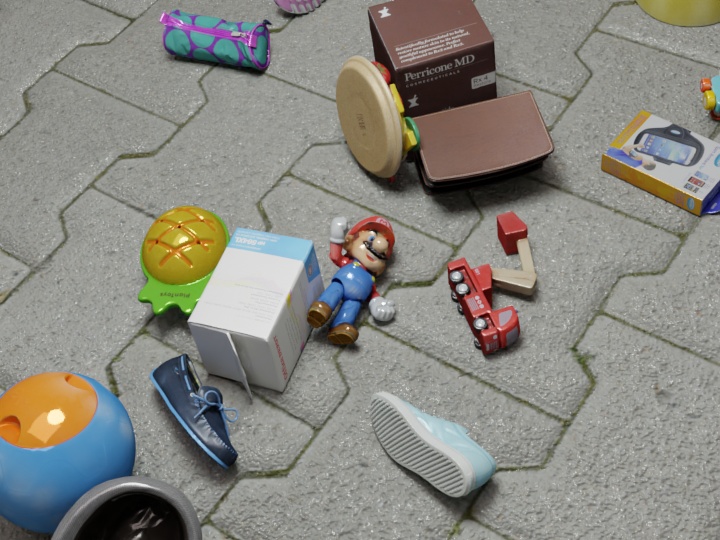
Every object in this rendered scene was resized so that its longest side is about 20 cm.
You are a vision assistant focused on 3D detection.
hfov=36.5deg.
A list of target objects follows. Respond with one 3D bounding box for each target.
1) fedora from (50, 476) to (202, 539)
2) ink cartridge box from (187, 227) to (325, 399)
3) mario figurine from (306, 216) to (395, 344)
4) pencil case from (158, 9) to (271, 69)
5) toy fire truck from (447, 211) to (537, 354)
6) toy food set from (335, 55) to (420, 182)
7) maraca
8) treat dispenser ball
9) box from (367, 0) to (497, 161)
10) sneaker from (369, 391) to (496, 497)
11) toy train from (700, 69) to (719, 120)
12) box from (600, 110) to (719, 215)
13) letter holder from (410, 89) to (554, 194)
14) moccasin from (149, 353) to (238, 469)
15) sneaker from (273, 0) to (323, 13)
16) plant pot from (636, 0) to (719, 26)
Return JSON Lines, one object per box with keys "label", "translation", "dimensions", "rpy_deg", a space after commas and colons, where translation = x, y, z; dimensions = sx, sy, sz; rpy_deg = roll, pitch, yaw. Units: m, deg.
{"label": "fedora", "translation": [-0.285, 0.348, 1.326], "dimensions": [0.176, 0.090, 0.201], "rpy_deg": [31, 76, -3]}
{"label": "ink cartridge box", "translation": [-0.146, 0.063, 1.529], "dimensions": [0.124, 0.129, 0.201], "rpy_deg": [11, 53, 18]}
{"label": "mario figurine", "translation": [0.000, 0.000, 1.566], "dimensions": [0.105, 0.124, 0.201], "rpy_deg": [7, 54, 27]}
{"label": "pencil case", "translation": [-0.259, -0.418, 1.965], "dimensions": [0.198, 0.092, 0.086], "rpy_deg": [12, 78, 21]}
{"label": "toy fire truck", "translation": [0.200, 0.016, 1.563], "dimensions": [0.139, 0.049, 0.201], "rpy_deg": [-19, 51, -6]}
{"label": "toy food set", "translation": [0.020, -0.237, 1.704], "dimensions": [0.048, 0.200, 0.200], "rpy_deg": [-20, 88, -22]}
{"label": "maraca", "translation": [-0.264, -0.015, 1.627], "dimensions": [0.135, 0.108, 0.202], "rpy_deg": [-2, 51, 7]}
{"label": "treat dispenser ball", "translation": [-0.386, 0.230, 1.386], "dimensions": [0.198, 0.202, 0.203], "rpy_deg": [-5, 50, 5]}
{"label": "box", "translation": [0.118, -0.317, 1.751], "dimensions": [0.164, 0.201, 0.165], "rpy_deg": [-16, 50, -4]}
{"label": "sneaker", "translation": [0.094, 0.220, 1.415], "dimensions": [0.081, 0.075, 0.200], "rpy_deg": [-10, 37, -40]}
{"label": "toy train", "translation": [0.631, -0.255, 1.713], "dimensions": [0.150, 0.056, 0.200], "rpy_deg": [-36, 58, -21]}
{"label": "box", "translation": [0.484, -0.163, 1.669], "dimensions": [0.199, 0.042, 0.119], "rpy_deg": [30, 61, 31]}
{"label": "letter holder", "translation": [0.190, -0.175, 1.689], "dimensions": [0.197, 0.101, 0.143], "rpy_deg": [-14, 52, -2]}
{"label": "moccasin", "translation": [-0.218, 0.180, 1.475], "dimensions": [0.068, 0.081, 0.200], "rpy_deg": [-39, 56, -8]}
{"label": "sneaker", "translation": [-0.095, -0.556, 2.066], "dimensions": [0.199, 0.081, 0.088], "rpy_deg": [-37, 48, -26]}
{"label": "plant pot", "translation": [0.582, -0.546, 1.898], "dimensions": [0.197, 0.143, 0.202], "rpy_deg": [-4, 50, 5]}
